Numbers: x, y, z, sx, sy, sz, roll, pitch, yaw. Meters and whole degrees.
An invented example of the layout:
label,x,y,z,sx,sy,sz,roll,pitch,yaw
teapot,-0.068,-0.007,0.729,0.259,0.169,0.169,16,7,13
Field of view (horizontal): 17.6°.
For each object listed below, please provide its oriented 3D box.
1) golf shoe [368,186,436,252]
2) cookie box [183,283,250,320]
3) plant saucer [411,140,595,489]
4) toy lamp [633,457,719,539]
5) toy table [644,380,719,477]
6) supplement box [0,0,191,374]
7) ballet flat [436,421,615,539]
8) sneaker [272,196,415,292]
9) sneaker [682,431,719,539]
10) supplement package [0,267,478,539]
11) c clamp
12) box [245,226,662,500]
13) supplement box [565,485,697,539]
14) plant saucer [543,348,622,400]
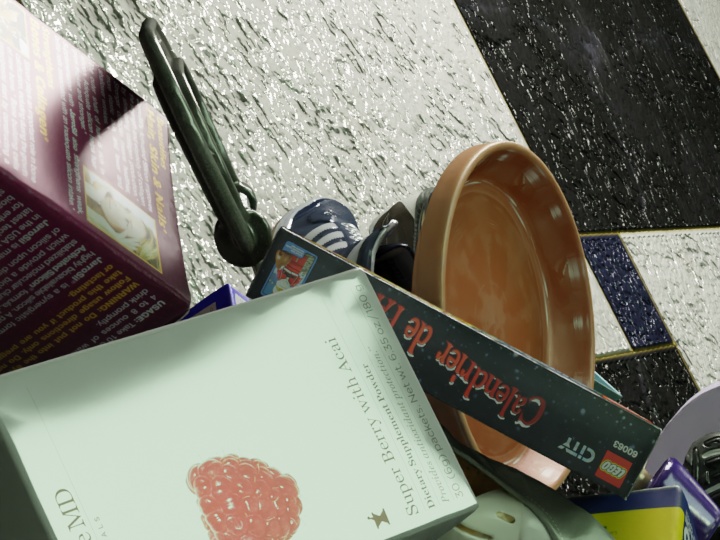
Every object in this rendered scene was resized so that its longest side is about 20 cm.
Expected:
label,x,y,z,sx,sy,sz,roll,pitch,yaw
golf shoe,0.043,0.052,1.410,0.077,0.094,0.202,9,79,-44
cookie box,-0.021,0.130,1.184,0.200,0.075,0.172,37,32,-42
plant saucer,0.078,0.029,1.301,0.200,0.032,0.202,17,70,-60
toy lamp,0.136,0.109,1.454,0.199,0.058,0.058,34,23,8
toy table,0.261,0.164,1.591,0.183,0.201,0.117,23,15,14
supplement box,-0.181,-0.049,1.044,0.200,0.103,0.131,38,28,-39
ballet flat,0.038,0.112,1.090,0.200,0.068,0.064,36,24,20
sneaker,0.000,0.000,1.336,0.070,0.108,0.200,51,25,-18
sneaker,0.251,0.202,1.499,0.079,0.073,0.201,-27,99,-87
supplement package,-0.075,0.096,0.973,0.199,0.120,0.122,-17,75,-39
c clamp,-0.068,-0.048,1.145,0.200,0.027,0.172,-111,178,-86
box,0.048,0.045,1.121,0.199,0.038,0.137,28,-1,5
supplement box,0.110,0.217,1.120,0.201,0.109,0.109,-75,149,-46
plant saucer,0.093,0.032,1.482,0.070,0.019,0.200,30,7,-32
